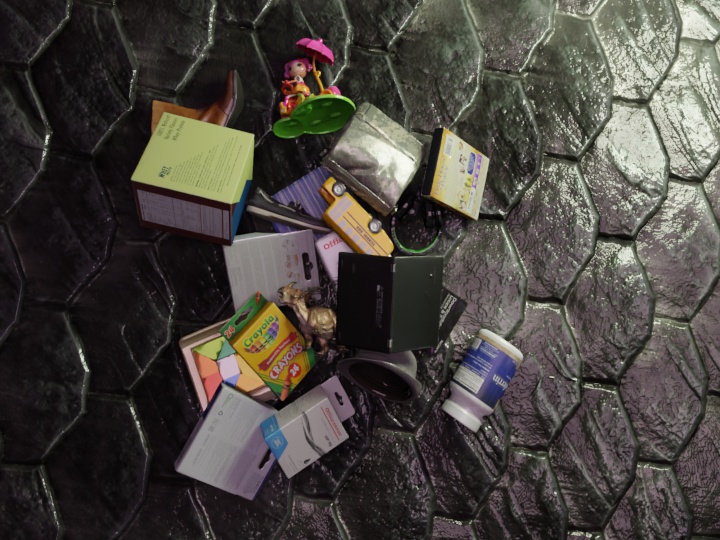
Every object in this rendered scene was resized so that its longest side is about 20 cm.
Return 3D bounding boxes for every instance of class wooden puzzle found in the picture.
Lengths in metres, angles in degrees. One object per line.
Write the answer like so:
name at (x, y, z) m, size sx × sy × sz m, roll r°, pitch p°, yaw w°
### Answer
wooden puzzle at (-0.287, 0.214, 1.260) m, size 0.180 × 0.037 × 0.206 m, roll -21°, pitch 90°, yaw -6°

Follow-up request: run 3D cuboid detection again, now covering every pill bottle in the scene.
pill bottle at (0.268, 0.247, 1.274) m, size 0.114 × 0.116 × 0.204 m, roll 32°, pitch 86°, yaw -3°

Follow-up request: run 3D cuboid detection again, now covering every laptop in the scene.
laptop at (0.059, 0.062, 1.178) m, size 0.193 × 0.115 × 0.195 m, roll 6°, pitch 98°, yaw 23°

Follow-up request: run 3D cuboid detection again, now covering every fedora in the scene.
fedora at (0.052, 0.204, 1.244) m, size 0.197 × 0.176 × 0.092 m, roll 33°, pitch 56°, yaw -17°

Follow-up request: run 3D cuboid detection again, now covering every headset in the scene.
headset at (0.135, -0.134, 1.286) m, size 0.119 × 0.094 × 0.207 m, roll 11°, pitch 97°, yaw -5°

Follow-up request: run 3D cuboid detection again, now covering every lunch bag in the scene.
lunch bag at (0.021, -0.232, 1.225) m, size 0.198 × 0.139 × 0.170 m, roll 37°, pitch 49°, yaw -9°

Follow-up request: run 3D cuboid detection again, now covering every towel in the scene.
towel at (-0.110, -0.141, 1.301) m, size 0.197 × 0.024 × 0.147 m, roll -32°, pitch 87°, yaw -7°

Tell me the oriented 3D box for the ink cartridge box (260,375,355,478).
ink cartridge box at (-0.105, 0.336, 1.237) m, size 0.196 × 0.067 × 0.118 m, roll -32°, pitch 112°, yaw -9°

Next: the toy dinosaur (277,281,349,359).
toy dinosaur at (-0.084, 0.106, 1.239) m, size 0.084 × 0.198 × 0.139 m, roll -25°, pitch 50°, yaw 29°

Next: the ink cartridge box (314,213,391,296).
ink cartridge box at (0.000, 0.000, 1.272) m, size 0.143 × 0.086 × 0.205 m, roll -26°, pitch 89°, yaw -6°

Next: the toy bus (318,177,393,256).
toy bus at (-0.016, -0.099, 1.201) m, size 0.200 × 0.065 × 0.078 m, roll 45°, pitch 85°, yaw -2°

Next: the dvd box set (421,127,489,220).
dvd box set at (0.214, -0.209, 1.268) m, size 0.197 × 0.029 × 0.152 m, roll 15°, pitch 85°, yaw -47°

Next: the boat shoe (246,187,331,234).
boat shoe at (-0.152, -0.131, 1.249) m, size 0.193 × 0.073 × 0.065 m, roll 16°, pitch 82°, yaw 4°

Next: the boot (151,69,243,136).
boot at (-0.364, -0.358, 1.275) m, size 0.192 × 0.068 × 0.196 m, roll 6°, pitch 95°, yaw 2°

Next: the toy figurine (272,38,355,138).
toy figurine at (-0.119, -0.419, 1.276) m, size 0.194 × 0.150 × 0.191 m, roll -16°, pitch 75°, yaw 18°

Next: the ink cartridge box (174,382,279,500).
ink cartridge box at (-0.268, 0.374, 1.238) m, size 0.198 × 0.040 × 0.203 m, roll 33°, pitch 85°, yaw -27°

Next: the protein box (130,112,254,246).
protein box at (-0.338, -0.188, 1.181) m, size 0.193 × 0.137 × 0.204 m, roll 12°, pitch 53°, yaw -5°

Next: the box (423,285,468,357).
box at (0.130, 0.085, 1.243) m, size 0.197 × 0.036 × 0.146 m, roll 30°, pitch 93°, yaw -31°

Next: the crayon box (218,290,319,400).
crayon box at (-0.194, 0.161, 1.226) m, size 0.127 × 0.050 × 0.201 m, roll -46°, pitch 109°, yaw -17°

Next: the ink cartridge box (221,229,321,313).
ink cartridge box at (-0.193, -0.002, 1.248) m, size 0.193 × 0.057 × 0.168 m, roll -11°, pitch 110°, yaw -11°
